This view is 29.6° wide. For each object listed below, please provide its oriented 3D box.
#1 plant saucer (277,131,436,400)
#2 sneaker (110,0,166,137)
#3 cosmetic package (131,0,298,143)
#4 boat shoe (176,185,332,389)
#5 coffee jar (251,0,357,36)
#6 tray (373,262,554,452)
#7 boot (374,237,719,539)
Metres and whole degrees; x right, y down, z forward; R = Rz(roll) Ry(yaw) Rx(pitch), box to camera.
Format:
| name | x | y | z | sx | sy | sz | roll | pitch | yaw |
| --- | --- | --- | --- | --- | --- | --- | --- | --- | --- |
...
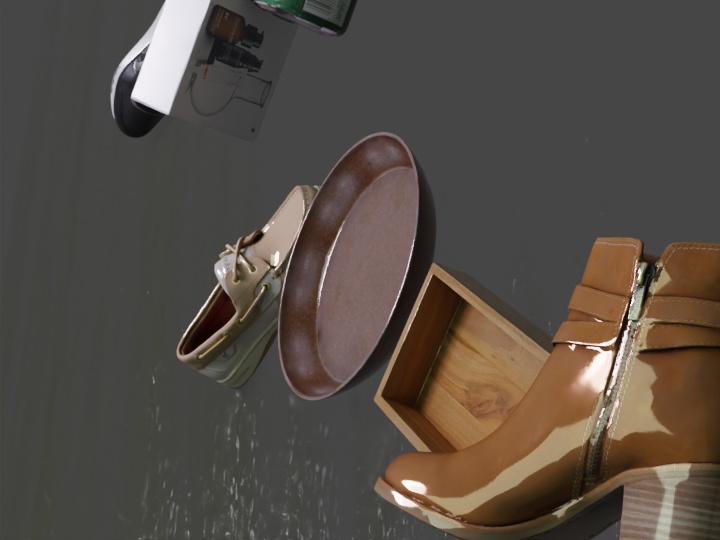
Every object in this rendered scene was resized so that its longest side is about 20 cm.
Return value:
| name | x | y | z | sx | sy | sz | roll | pitch | yaw |
| --- | --- | --- | --- | --- | --- | --- | --- | --- | --- |
| plant saucer | 0.000 | 0.000 | 0.997 | 0.200 | 0.034 | 0.203 | -41 | 39 | 45 |
| sneaker | -0.224 | -0.221 | 1.542 | 0.201 | 0.075 | 0.088 | -56 | 36 | 28 |
| cosmetic package | -0.117 | -0.230 | 1.250 | 0.051 | 0.150 | 0.203 | 24 | 96 | 24 |
| boat shoe | -0.090 | 0.011 | 1.125 | 0.202 | 0.068 | 0.074 | -60 | 28 | 23 |
| coffee jar | -0.022 | -0.312 | 1.184 | 0.203 | 0.084 | 0.104 | -69 | 21 | 5 |
| tray | 0.076 | 0.076 | 0.796 | 0.100 | 0.037 | 0.200 | -67 | 25 | 10 |
| boot | 0.100 | 0.059 | 0.661 | 0.198 | 0.076 | 0.158 | 1 | 79 | 43 |
